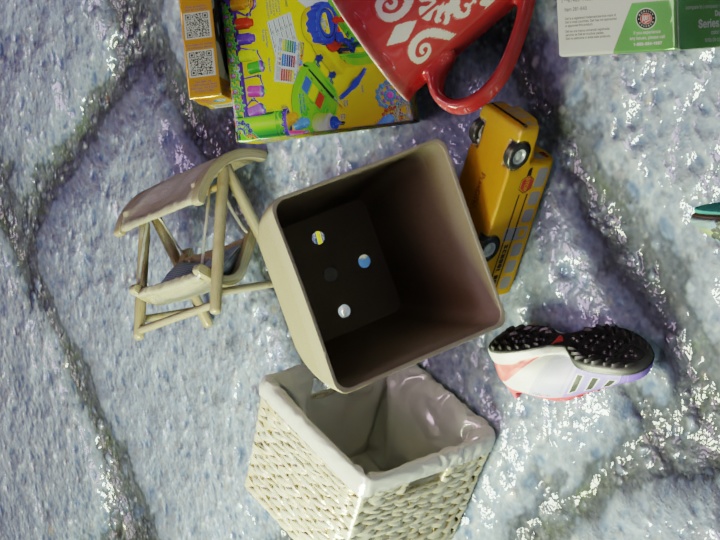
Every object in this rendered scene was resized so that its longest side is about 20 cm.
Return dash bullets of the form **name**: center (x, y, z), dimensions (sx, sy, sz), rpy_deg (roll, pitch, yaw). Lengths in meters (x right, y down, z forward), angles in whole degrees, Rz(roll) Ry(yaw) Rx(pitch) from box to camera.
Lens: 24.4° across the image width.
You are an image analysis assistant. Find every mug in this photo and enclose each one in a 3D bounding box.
- **mug**: center (0.099, -0.265, 1.653), dimensions (0.199, 0.133, 0.178), rpy_deg (-37, 100, 8)

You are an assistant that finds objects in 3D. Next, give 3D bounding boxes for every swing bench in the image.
- **swing bench**: center (-0.204, -0.034, 2.086), dimensions (0.198, 0.129, 0.202), rpy_deg (-18, 83, 50)

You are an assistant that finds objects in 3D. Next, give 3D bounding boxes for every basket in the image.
- **basket**: center (0.006, 0.210, 1.839), dimensions (0.200, 0.197, 0.162), rpy_deg (39, 129, 37)

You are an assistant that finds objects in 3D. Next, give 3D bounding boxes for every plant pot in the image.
- **plant pot**: center (0.000, 0.000, 1.719), dimensions (0.177, 0.198, 0.202), rpy_deg (-12, 99, 68)

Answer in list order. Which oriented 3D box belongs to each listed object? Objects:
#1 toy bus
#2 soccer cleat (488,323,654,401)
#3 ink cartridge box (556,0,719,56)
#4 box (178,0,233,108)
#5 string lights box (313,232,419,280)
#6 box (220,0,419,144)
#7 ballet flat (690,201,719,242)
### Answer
- **toy bus**: center (0.141, -0.072, 1.716), dimensions (0.065, 0.078, 0.201), rpy_deg (40, 125, 39)
- **soccer cleat**: center (0.218, 0.099, 1.680), dimensions (0.199, 0.068, 0.074), rpy_deg (1, 121, 45)
- **ink cartridge box**: center (0.256, -0.302, 1.535), dimensions (0.144, 0.084, 0.202), rpy_deg (5, 101, 49)
- **box**: center (-0.164, -0.278, 1.773), dimensions (0.041, 0.119, 0.202), rpy_deg (-4, 91, 6)
- **string lights box**: center (0.011, -0.031, 1.889), dimensions (0.199, 0.059, 0.104), rpy_deg (-23, 80, 49)
- **box**: center (-0.044, -0.248, 1.793), dimensions (0.191, 0.122, 0.202), rpy_deg (-6, 93, 6)
- **ballet flat**: center (0.376, -0.034, 1.461), dimensions (0.199, 0.074, 0.075), rpy_deg (-6, 92, 51)
